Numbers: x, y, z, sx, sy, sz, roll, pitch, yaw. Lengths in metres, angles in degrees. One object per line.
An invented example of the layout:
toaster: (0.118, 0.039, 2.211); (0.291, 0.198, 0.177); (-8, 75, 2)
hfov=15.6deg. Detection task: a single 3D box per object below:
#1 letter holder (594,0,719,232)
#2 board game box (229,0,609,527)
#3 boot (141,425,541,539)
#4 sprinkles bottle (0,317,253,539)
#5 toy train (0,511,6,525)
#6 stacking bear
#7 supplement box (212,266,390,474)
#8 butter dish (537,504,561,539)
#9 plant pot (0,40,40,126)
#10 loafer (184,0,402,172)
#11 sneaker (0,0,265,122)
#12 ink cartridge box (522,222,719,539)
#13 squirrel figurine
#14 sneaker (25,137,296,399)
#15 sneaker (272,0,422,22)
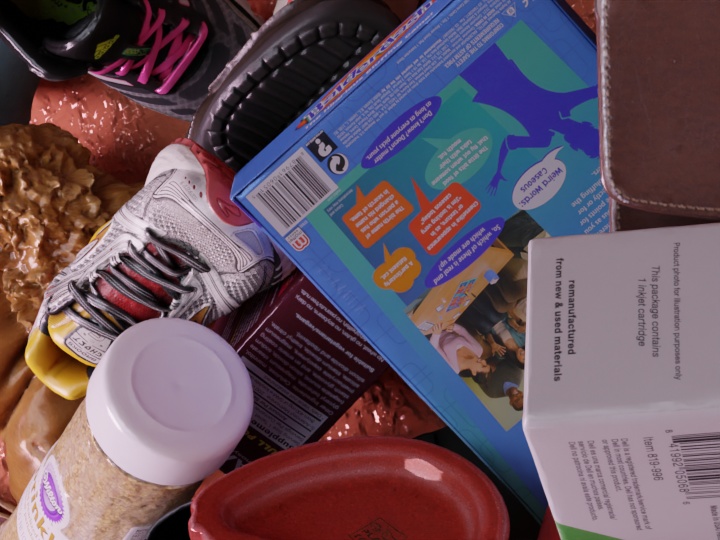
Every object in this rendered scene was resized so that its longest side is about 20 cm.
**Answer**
letter holder: (0.191, -0.037, 0.969); (0.199, 0.101, 0.143); (-1, 93, 9)
board game box: (0.069, -0.012, 1.072); (0.152, 0.045, 0.200); (-41, 101, 10)
boot: (0.012, 0.103, 1.139); (0.200, 0.138, 0.078); (-30, 69, 16)
sprinkles bottle: (-0.110, 0.095, 1.172); (0.068, 0.068, 0.200); (63, 148, 19)
toy train: (-0.263, 0.126, 1.474); (0.200, 0.042, 0.057); (24, 97, 38)
stacking bear: (0.004, 0.178, 1.083); (0.121, 0.114, 0.201); (34, 138, 37)
supplement box: (0.000, 0.000, 1.185); (0.061, 0.109, 0.200); (36, 123, -10)
butter dish: (0.161, 0.194, 1.045); (0.199, 0.148, 0.200); (9, 67, 23)
plant pot: (-0.227, -0.163, 1.335); (0.200, 0.200, 0.189); (26, 120, 37)
loafer: (-0.046, -0.071, 1.207); (0.200, 0.073, 0.072); (-46, 29, 42)
sneaker: (-0.117, -0.115, 1.230); (0.074, 0.200, 0.088); (-50, 27, 18)
ink cartridge box: (0.168, 0.052, 0.951); (0.199, 0.147, 0.083); (-4, 54, 12)
squirrel figurine: (-0.158, 0.034, 1.316); (0.187, 0.141, 0.200); (53, 126, 18)
sneaker: (-0.091, 0.009, 1.161); (0.078, 0.082, 0.200); (42, 150, -3)
sneaker: (-0.002, -0.163, 1.192); (0.070, 0.093, 0.200); (54, 124, 25)
